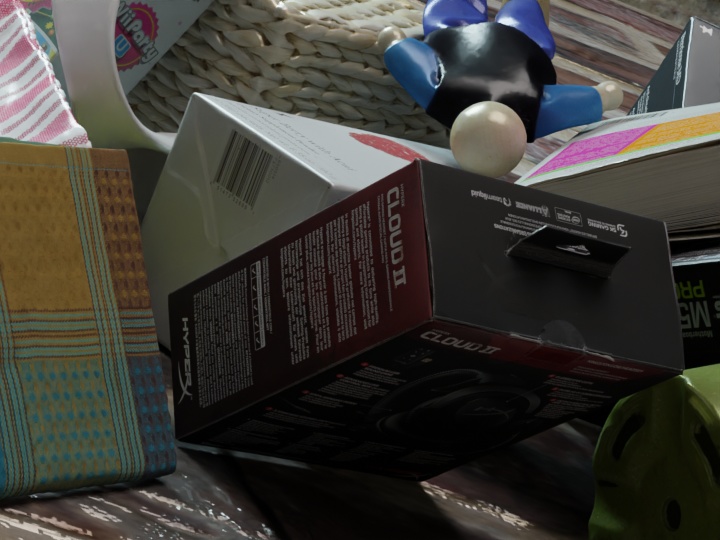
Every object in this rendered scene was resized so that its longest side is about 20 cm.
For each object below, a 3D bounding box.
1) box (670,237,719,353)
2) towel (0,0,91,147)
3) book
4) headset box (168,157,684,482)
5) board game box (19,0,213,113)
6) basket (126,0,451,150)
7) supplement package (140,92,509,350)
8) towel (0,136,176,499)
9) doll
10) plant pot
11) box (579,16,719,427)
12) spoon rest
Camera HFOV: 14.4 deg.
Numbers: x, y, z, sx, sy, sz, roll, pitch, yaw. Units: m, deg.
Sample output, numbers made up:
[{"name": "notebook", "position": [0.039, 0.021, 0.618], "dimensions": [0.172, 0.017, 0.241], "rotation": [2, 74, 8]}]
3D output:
[{"name": "box", "position": [0.194, 0.003, 1.367], "dimensions": [0.160, 0.044, 0.200], "rotation": [-14, 4, -33]}, {"name": "towel", "position": [-0.215, -0.073, 1.377], "dimensions": [0.146, 0.030, 0.200], "rotation": [-19, 28, -7]}, {"name": "book", "position": [0.155, -0.055, 1.434], "dimensions": [0.133, 0.048, 0.200], "rotation": [-8, 11, 20]}, {"name": "headset box", "position": [0.033, 0.024, 1.253], "dimensions": [0.148, 0.078, 0.200], "rotation": [12, -27, -37]}, {"name": "board game box", "position": [-0.174, -0.144, 1.532], "dimensions": [0.147, 0.200, 0.064], "rotation": [34, -12, 40]}, {"name": "basket", "position": [-0.072, -0.102, 1.641], "dimensions": [0.198, 0.161, 0.200], "rotation": [34, 19, 37]}, {"name": "supplement package", "position": [0.000, 0.000, 1.439], "dimensions": [0.200, 0.120, 0.121], "rotation": [10, 17, -45]}, {"name": "towel", "position": [-0.142, 0.018, 1.134], "dimensions": [0.022, 0.147, 0.200], "rotation": [-11, -6, 27]}, {"name": "doll", "position": [0.074, -0.107, 1.530], "dimensions": [0.136, 0.049, 0.200], "rotation": [16, 27, -3]}, {"name": "plant pot", "position": [0.210, 0.107, 1.286], "dimensions": [0.189, 0.201, 0.200], "rotation": [2, 22, -28]}, {"name": "box", "position": [0.181, -0.021, 1.607], "dimensions": [0.079, 0.141, 0.200], "rotation": [20, 45, -9]}, {"name": "spoon rest", "position": [-0.110, -0.064, 1.448], "dimensions": [0.099, 0.200, 0.061], "rotation": [-5, 46, 18]}]
